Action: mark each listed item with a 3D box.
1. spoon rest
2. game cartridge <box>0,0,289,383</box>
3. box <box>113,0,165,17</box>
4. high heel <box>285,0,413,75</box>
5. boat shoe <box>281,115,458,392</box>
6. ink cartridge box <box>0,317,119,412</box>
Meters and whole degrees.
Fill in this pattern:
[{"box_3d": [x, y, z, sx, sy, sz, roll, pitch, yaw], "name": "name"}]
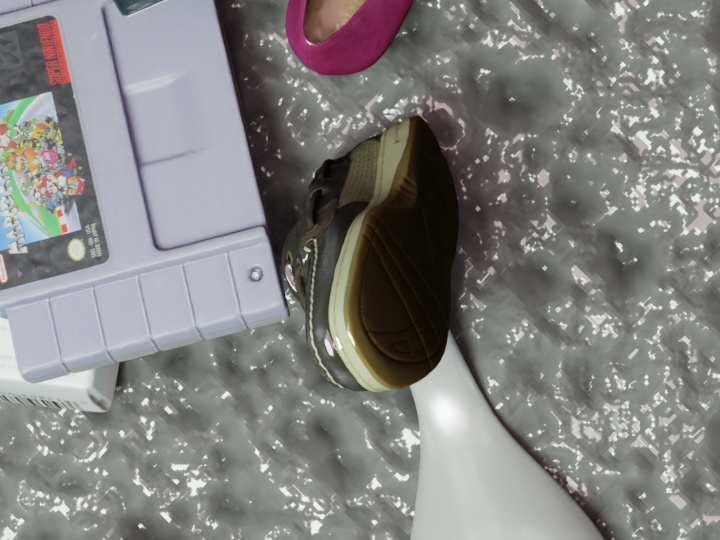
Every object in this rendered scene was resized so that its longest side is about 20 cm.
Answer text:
[{"box_3d": [0.054, 0.105, 1.271, 0.099, 0.061, 0.200, -18, 102, 10], "name": "spoon rest"}, {"box_3d": [-0.116, -0.058, 1.268, 0.130, 0.038, 0.200, -14, 75, -1], "name": "game cartridge"}, {"box_3d": [-0.047, -0.214, 1.169, 0.200, 0.046, 0.159, -23, 126, 9], "name": "box"}, {"box_3d": [0.021, -0.181, 1.241, 0.067, 0.096, 0.200, 16, 94, 8], "name": "high heel"}, {"box_3d": [0.000, 0.000, 1.209, 0.065, 0.200, 0.073, -21, 109, 19], "name": "boat shoe"}, {"box_3d": [-0.183, -0.042, 1.311, 0.162, 0.057, 0.200, 7, 72, 8], "name": "ink cartridge box"}]
